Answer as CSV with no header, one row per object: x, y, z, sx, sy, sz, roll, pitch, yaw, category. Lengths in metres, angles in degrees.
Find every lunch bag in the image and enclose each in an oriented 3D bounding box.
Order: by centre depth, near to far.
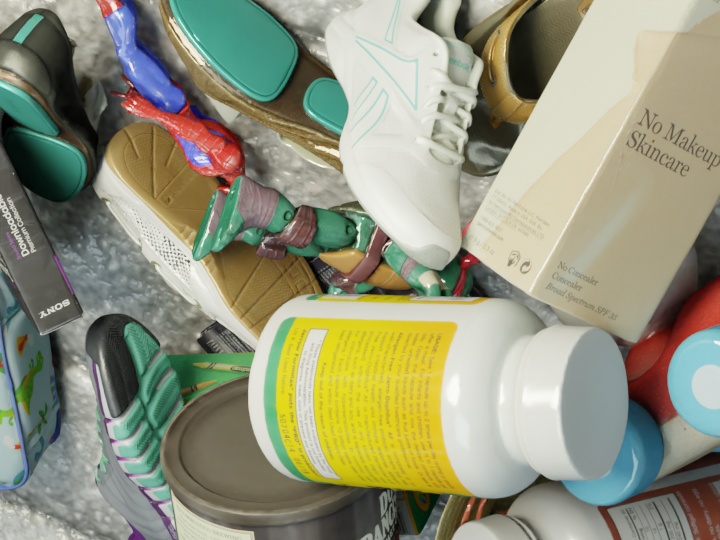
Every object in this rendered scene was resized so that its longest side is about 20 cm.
-0.305,0.056,1.424,0.160,0.083,0.200,6,124,15,lunch bag

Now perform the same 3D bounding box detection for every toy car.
0.183,0.012,1.190,0.177,0.184,0.200,-36,77,35,toy car

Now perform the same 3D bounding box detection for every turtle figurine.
0.000,0.000,1.244,0.199,0.101,0.150,21,151,-13,turtle figurine

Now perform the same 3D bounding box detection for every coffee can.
-0.045,0.187,1.281,0.146,0.146,0.200,6,125,16,coffee can

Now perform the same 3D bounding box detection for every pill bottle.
0.045,0.071,1.124,0.200,0.113,0.113,0,124,34,pill bottle
0.161,0.181,1.249,0.199,0.112,0.112,-9,132,-27,pill bottle

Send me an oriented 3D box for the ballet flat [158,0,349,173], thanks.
-0.047,-0.107,1.238,0.200,0.068,0.072,29,147,-6,ballet flat

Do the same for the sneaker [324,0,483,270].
0.032,-0.092,1.138,0.080,0.201,0.070,-32,139,27,sneaker

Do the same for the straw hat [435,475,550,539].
0.114,0.159,1.333,0.085,0.201,0.202,31,145,55,straw hat

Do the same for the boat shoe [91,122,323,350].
-0.100,-0.010,1.316,0.200,0.071,0.069,49,145,-3,boat shoe

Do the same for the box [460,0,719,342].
0.152,-0.073,1.097,0.095,0.078,0.200,22,100,-35,box

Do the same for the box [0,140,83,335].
-0.242,-0.062,1.269,0.036,0.143,0.200,-28,103,-10,box

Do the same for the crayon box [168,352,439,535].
-0.055,0.120,1.370,0.199,0.058,0.119,-2,121,23,crayon box

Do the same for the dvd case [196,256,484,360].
0.002,0.053,1.350,0.200,0.016,0.149,-33,105,35,dvd case

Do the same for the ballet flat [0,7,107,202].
-0.193,-0.105,1.251,0.068,0.069,0.200,23,163,4,ballet flat

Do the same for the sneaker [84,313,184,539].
-0.159,0.120,1.331,0.087,0.074,0.200,-4,121,30,sneaker

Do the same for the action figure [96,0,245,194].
-0.129,-0.114,1.256,0.052,0.065,0.200,-40,105,1,action figure

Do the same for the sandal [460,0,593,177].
0.109,-0.125,1.165,0.080,0.054,0.200,41,127,-10,sandal
